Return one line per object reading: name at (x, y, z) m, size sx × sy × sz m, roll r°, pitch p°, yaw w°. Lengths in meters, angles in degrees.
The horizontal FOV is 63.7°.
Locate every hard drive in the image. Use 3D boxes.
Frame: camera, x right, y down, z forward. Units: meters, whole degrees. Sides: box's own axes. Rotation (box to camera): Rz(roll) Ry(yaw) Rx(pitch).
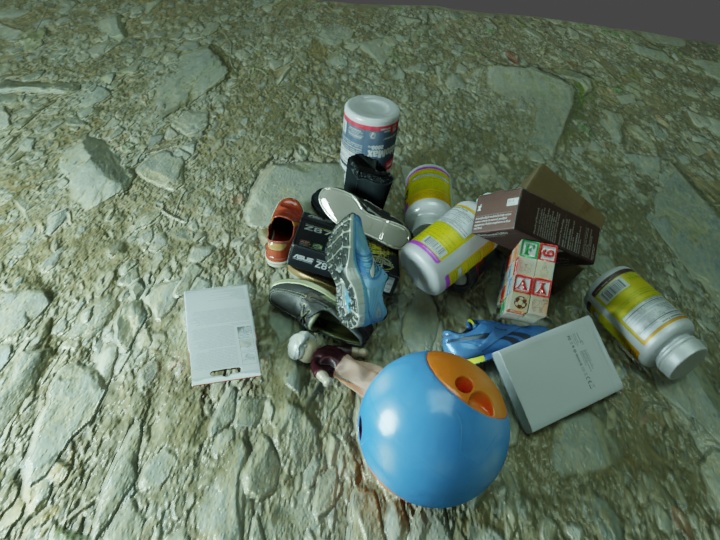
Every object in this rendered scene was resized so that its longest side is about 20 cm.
hard drive at (0.321, 0.164, 0.938) m, size 0.199 × 0.027 × 0.132 m, roll -16°, pitch 77°, yaw -25°

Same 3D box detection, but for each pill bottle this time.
pill bottle at (0.017, -0.271, 1.284) m, size 0.119 × 0.200 × 0.120 m, roll 4°, pitch 42°, yaw -4°
pill bottle at (0.500, 0.092, 1.022) m, size 0.109 × 0.110 × 0.200 m, roll -14°, pitch 47°, yaw -22°
pill bottle at (0.174, -0.053, 1.033) m, size 0.200 × 0.104 × 0.104 m, roll -37°, pitch 56°, yaw -17°
pill bottle at (0.144, -0.131, 1.220) m, size 0.104 × 0.105 × 0.200 m, roll 7°, pitch 42°, yaw 0°

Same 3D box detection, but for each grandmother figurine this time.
grandmother figurine at (-0.032, 0.154, 0.923) m, size 0.199 × 0.061 × 0.121 m, roll 23°, pitch 16°, yaw 21°

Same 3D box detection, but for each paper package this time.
paper package at (0.372, -0.086, 1.164) m, size 0.191 × 0.103 × 0.200 m, roll 41°, pitch 47°, yaw 0°

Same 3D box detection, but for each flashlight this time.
flashlight at (0.236, -0.031, 1.159) m, size 0.068 × 0.068 × 0.200 m, roll 46°, pitch 47°, yaw 4°

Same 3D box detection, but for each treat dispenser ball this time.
treat dispenser ball at (0.096, 0.207, 0.771) m, size 0.200 × 0.201 × 0.201 m, roll 4°, pitch 42°, yaw -4°

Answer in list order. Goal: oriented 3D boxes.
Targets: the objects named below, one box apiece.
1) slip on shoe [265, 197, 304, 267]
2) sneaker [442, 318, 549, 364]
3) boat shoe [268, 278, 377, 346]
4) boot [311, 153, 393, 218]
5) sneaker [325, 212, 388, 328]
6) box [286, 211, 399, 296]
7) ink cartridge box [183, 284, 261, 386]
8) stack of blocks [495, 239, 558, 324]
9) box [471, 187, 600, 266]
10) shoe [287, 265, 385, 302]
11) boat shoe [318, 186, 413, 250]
slip on shoe at (-0.151, -0.091, 1.168) m, size 0.074 × 0.061 × 0.200 m, roll 6°, pitch 41°, yaw 1°
sneaker at (0.231, 0.109, 0.981) m, size 0.199 × 0.066 × 0.079 m, roll -12°, pitch 76°, yaw -18°
boat shoe at (-0.072, 0.073, 0.989) m, size 0.200 × 0.072 × 0.066 m, roll 19°, pitch 38°, yaw 10°
boot at (-0.019, -0.168, 1.191) m, size 0.076 × 0.169 × 0.200 m, roll -29°, pitch 53°, yaw -35°
sneaker at (0.000, 0.000, 0.976) m, size 0.090 × 0.078 × 0.201 m, roll 4°, pitch 70°, yaw -34°
box at (-0.027, -0.034, 1.082) m, size 0.199 × 0.049 × 0.161 m, roll 17°, pitch 25°, yaw -5°
ink cartridge box at (-0.225, 0.112, 0.944) m, size 0.109 × 0.050 × 0.200 m, roll -6°, pitch 45°, yaw -15°
stack of blocks at (0.278, 0.029, 0.997) m, size 0.058 × 0.200 × 0.116 m, roll 12°, pitch 81°, yaw 8°
box at (0.296, -0.068, 0.972) m, size 0.199 × 0.100 × 0.075 m, roll 20°, pitch 79°, yaw -28°
shoe at (-0.051, 0.039, 1.041) m, size 0.200 × 0.054 × 0.070 m, roll 27°, pitch 27°, yaw 20°
boat shoe at (0.011, -0.097, 1.114) m, size 0.200 × 0.067 × 0.057 m, roll 30°, pitch 11°, yaw 10°
